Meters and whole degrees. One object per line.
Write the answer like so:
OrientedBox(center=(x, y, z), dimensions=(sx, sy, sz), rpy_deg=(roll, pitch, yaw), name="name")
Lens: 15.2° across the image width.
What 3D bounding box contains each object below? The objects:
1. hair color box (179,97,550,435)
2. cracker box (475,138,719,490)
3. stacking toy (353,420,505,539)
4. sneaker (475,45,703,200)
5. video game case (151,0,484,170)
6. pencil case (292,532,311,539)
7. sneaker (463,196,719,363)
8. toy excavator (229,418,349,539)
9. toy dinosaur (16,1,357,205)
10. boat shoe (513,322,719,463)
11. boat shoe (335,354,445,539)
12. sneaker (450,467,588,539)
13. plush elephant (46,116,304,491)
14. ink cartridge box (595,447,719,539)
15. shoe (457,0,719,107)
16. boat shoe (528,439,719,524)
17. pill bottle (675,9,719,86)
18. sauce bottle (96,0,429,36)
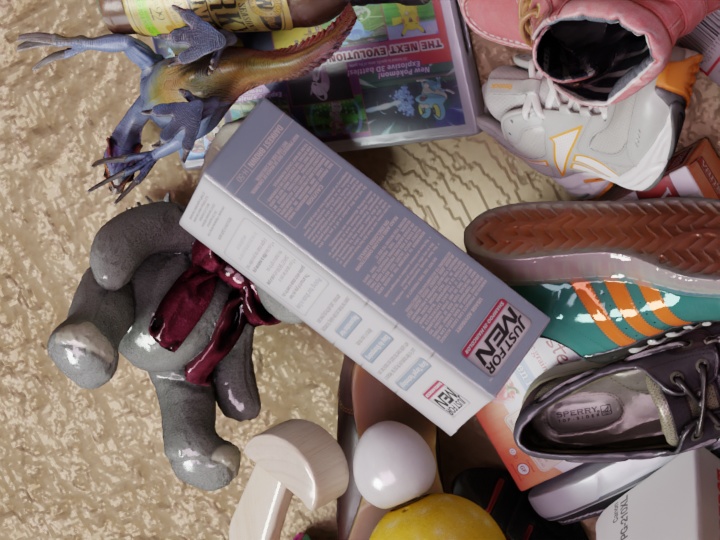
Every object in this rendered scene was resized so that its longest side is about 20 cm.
OrientedBox(center=(0.000, 0.000, 1.503), dimensions=(0.200, 0.061, 0.099), rpy_deg=(38, 161, 0), name="hair color box")
OrientedBox(center=(0.148, 0.028, 1.589), dimensions=(0.199, 0.058, 0.134), rpy_deg=(-28, 98, 27), name="cracker box")
OrientedBox(center=(0.049, 0.182, 1.590), dimensions=(0.146, 0.146, 0.201), rpy_deg=(-24, 87, 27), name="stacking toy")
OrientedBox(center=(0.117, -0.088, 1.481), dimensions=(0.092, 0.200, 0.076), rpy_deg=(21, 76, -11), name="sneaker")
OrientedBox(center=(-0.035, -0.159, 1.612), dimensions=(0.199, 0.023, 0.183), rpy_deg=(-6, 107, 22), name="video game case")
OrientedBox(center=(0.006, 0.256, 1.714), dimensions=(0.200, 0.088, 0.089), rpy_deg=(40, 119, 5), name="pencil case")
OrientedBox(center=(0.158, 0.009, 1.509), dimensions=(0.199, 0.072, 0.080), rpy_deg=(4, 130, 22), name="sneaker")
OrientedBox(center=(-0.050, 0.214, 1.625), dimensions=(0.194, 0.100, 0.201), rpy_deg=(-37, 83, 37), name="toy excavator")
OrientedBox(center=(-0.102, -0.091, 1.585), dimensions=(0.199, 0.181, 0.106), rpy_deg=(-2, 86, -2), name="toy dinosaur")
OrientedBox(center=(0.179, 0.072, 1.524), dimensions=(0.199, 0.065, 0.072), rpy_deg=(-13, 105, 23), name="boat shoe")
OrientedBox(center=(0.019, 0.132, 1.666), dimensions=(0.070, 0.070, 0.201), rpy_deg=(-1, 101, -12), name="boat shoe")
OrientedBox(center=(0.116, 0.211, 1.662), dimensions=(0.200, 0.074, 0.087), rpy_deg=(46, 120, 0), name="sneaker")
OrientedBox(center=(-0.075, 0.005, 1.608), dimensions=(0.154, 0.201, 0.165), rpy_deg=(-24, 129, 22), name="plush elephant")
OrientedBox(center=(0.233, 0.216, 1.543), dimensions=(0.200, 0.145, 0.084), rpy_deg=(37, 120, -19), name="ink cartridge box")
OrientedBox(center=(0.104, -0.135, 1.412), dimensions=(0.199, 0.091, 0.072), rpy_deg=(-3, 127, 50), name="shoe")
OrientedBox(center=(0.193, 0.115, 1.599), dimensions=(0.199, 0.069, 0.057), rpy_deg=(-26, 99, 25), name="boat shoe")
OrientedBox(center=(0.167, -0.196, 1.465), dimensions=(0.200, 0.112, 0.112), rpy_deg=(40, 119, 3), name="pill bottle")
OrientedBox(center=(-0.056, -0.171, 1.566), dimensions=(0.199, 0.065, 0.065), rpy_deg=(-2, 109, 22), name="sauce bottle")
